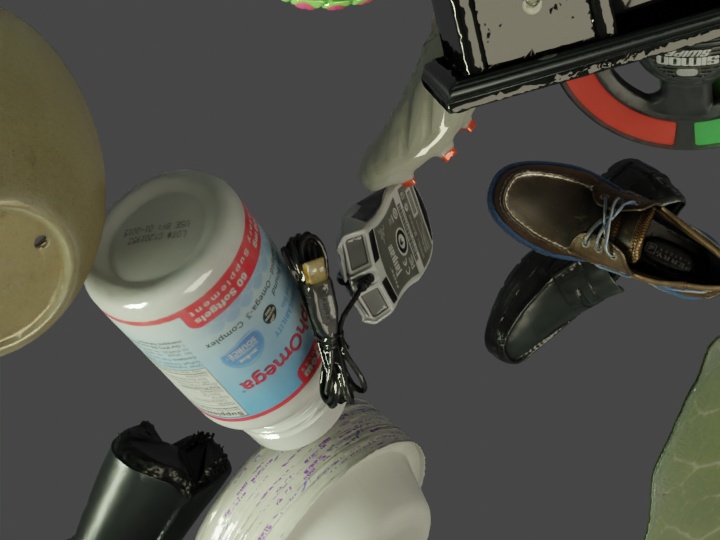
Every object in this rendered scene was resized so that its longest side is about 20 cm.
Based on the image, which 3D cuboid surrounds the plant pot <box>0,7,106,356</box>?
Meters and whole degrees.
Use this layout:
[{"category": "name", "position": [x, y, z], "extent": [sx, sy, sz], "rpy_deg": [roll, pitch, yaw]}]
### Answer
[{"category": "plant pot", "position": [-0.215, -0.029, 0.673], "extent": [0.200, 0.134, 0.201], "rpy_deg": [-19, 129, -25]}]

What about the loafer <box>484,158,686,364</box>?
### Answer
[{"category": "loafer", "position": [0.179, -0.001, 1.036], "extent": [0.201, 0.070, 0.068], "rpy_deg": [-49, 136, 3]}]

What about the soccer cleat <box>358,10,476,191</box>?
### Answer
[{"category": "soccer cleat", "position": [0.062, -0.138, 0.861], "extent": [0.200, 0.069, 0.078], "rpy_deg": [-44, 107, 8]}]

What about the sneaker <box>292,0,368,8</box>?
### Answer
[{"category": "sneaker", "position": [0.037, -0.197, 0.648], "extent": [0.199, 0.077, 0.084], "rpy_deg": [-25, 135, -17]}]

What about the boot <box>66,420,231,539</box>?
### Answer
[{"category": "boot", "position": [-0.195, 0.181, 0.879], "extent": [0.200, 0.076, 0.169], "rpy_deg": [5, 121, -47]}]

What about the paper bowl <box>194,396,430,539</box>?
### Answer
[{"category": "paper bowl", "position": [-0.025, 0.203, 0.969], "extent": [0.200, 0.104, 0.201], "rpy_deg": [-38, 149, -28]}]

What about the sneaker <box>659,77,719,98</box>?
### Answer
[{"category": "sneaker", "position": [0.251, -0.197, 0.961], "extent": [0.084, 0.076, 0.200], "rpy_deg": [-56, 140, -32]}]

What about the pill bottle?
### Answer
[{"category": "pill bottle", "position": [-0.084, 0.034, 0.836], "extent": [0.109, 0.109, 0.200], "rpy_deg": [-41, 136, -5]}]

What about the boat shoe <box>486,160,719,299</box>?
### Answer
[{"category": "boat shoe", "position": [0.194, -0.034, 0.966], "extent": [0.199, 0.072, 0.073], "rpy_deg": [17, 90, -9]}]

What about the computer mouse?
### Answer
[{"category": "computer mouse", "position": [0.000, 0.000, 0.864], "extent": [0.110, 0.044, 0.200], "rpy_deg": [70, 26, -16]}]

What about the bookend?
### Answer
[{"category": "bookend", "position": [0.117, -0.221, 0.758], "extent": [0.198, 0.092, 0.201], "rpy_deg": [-15, 110, -2]}]

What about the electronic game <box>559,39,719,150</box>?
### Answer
[{"category": "electronic game", "position": [0.230, -0.164, 0.902], "extent": [0.199, 0.042, 0.201], "rpy_deg": [8, 137, 8]}]
